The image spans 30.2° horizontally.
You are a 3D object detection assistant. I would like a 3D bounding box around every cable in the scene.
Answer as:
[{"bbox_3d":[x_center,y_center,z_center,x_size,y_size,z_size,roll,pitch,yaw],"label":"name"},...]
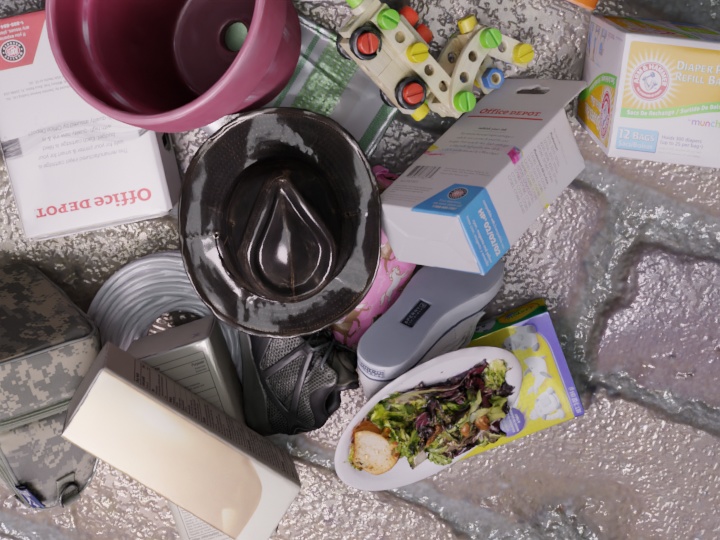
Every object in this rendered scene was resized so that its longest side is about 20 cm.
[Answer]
[{"bbox_3d":[-0.173,0.077,1.305,0.196,0.069,0.203,-1,104,1],"label":"cable"}]

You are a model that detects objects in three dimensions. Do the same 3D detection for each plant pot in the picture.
[{"bbox_3d":[-0.137,-0.210,1.128,0.197,0.179,0.204,-1,86,18],"label":"plant pot"}]

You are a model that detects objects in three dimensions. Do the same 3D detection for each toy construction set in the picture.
[{"bbox_3d":[0.051,-0.217,1.203,0.200,0.092,0.132,42,81,-9],"label":"toy construction set"}]

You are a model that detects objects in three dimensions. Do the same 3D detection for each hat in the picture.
[{"bbox_3d":[-0.067,-0.035,1.127,0.197,0.081,0.204,-1,99,-4],"label":"hat"}]

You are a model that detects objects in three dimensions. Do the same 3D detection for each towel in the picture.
[{"bbox_3d":[-0.068,-0.165,1.258,0.198,0.031,0.150,30,103,-7],"label":"towel"}]

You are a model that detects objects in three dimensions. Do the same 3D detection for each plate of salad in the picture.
[{"bbox_3d":[0.069,0.146,1.230,0.198,0.048,0.202,-21,143,-17],"label":"plate of salad"}]

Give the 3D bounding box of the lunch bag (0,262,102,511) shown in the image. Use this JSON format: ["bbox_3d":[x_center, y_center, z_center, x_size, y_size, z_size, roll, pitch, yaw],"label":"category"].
[{"bbox_3d":[-0.324,0.112,1.247,0.138,0.199,0.170,-22,123,-31],"label":"lunch bag"}]

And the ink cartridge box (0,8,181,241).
[{"bbox_3d":[-0.259,-0.145,1.238,0.144,0.083,0.203,-10,104,4],"label":"ink cartridge box"}]

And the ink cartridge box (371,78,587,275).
[{"bbox_3d":[0.119,-0.089,1.197,0.200,0.114,0.068,-45,123,-27],"label":"ink cartridge box"}]

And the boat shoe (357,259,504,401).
[{"bbox_3d":[0.069,0.061,1.262,0.074,0.202,0.087,24,137,25],"label":"boat shoe"}]

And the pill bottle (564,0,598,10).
[{"bbox_3d":[0.213,-0.335,1.169,0.105,0.106,0.202,22,104,-5],"label":"pill bottle"}]

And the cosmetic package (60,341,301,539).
[{"bbox_3d":[-0.154,0.151,1.148,0.199,0.105,0.072,33,93,-11],"label":"cosmetic package"}]

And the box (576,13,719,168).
[{"bbox_3d":[0.260,-0.161,1.166,0.111,0.200,0.103,6,105,-1],"label":"box"}]

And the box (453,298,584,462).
[{"bbox_3d":[0.110,0.119,1.324,0.197,0.048,0.119,-21,105,8],"label":"box"}]

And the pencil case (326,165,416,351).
[{"bbox_3d":[0.000,0.000,1.276,0.082,0.086,0.202,37,105,29],"label":"pencil case"}]

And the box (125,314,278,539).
[{"bbox_3d":[-0.148,0.155,1.248,0.094,0.078,0.203,-15,103,4],"label":"box"}]

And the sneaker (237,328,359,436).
[{"bbox_3d":[-0.056,0.052,1.219,0.112,0.076,0.203,-3,99,20],"label":"sneaker"}]
